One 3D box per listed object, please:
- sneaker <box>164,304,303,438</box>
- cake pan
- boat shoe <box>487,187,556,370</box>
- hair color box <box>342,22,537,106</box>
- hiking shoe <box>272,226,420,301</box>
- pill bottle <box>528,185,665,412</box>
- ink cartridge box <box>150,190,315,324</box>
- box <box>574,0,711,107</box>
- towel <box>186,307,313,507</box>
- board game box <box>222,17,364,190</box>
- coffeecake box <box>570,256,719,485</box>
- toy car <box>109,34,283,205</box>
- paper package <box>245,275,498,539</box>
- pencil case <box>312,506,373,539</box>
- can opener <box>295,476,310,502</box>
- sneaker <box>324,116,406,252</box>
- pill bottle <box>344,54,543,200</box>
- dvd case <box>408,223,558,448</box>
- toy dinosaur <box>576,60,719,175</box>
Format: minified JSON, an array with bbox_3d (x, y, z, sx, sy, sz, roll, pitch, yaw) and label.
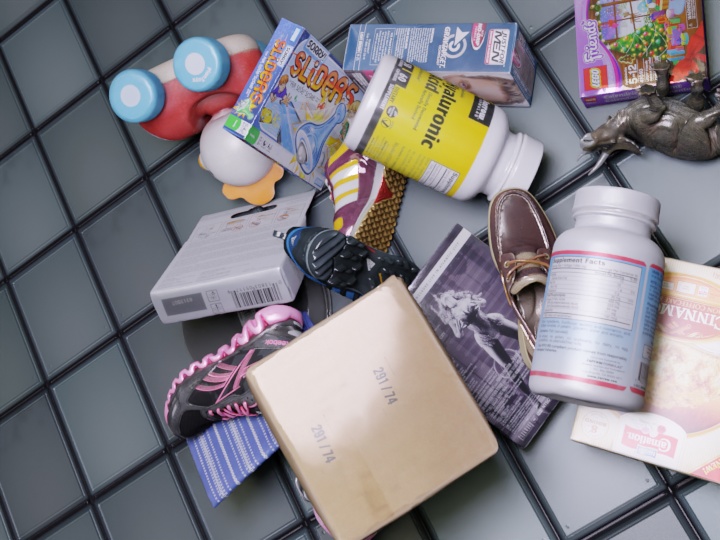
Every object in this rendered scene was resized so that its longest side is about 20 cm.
[{"bbox_3d":[-0.130,0.129,1.169,0.200,0.079,0.096,-41,56,14],"label":"sneaker"},{"bbox_3d":[-0.131,0.053,1.291,0.199,0.037,0.202,-5,76,22],"label":"cake pan"},{"bbox_3d":[0.178,0.009,1.103,0.072,0.072,0.202,-10,84,1],"label":"boat shoe"},{"bbox_3d":[0.091,-0.233,1.226,0.199,0.100,0.061,5,79,24],"label":"hair color box"},{"bbox_3d":[0.000,0.000,1.172,0.087,0.200,0.075,26,83,48],"label":"hiking shoe"},{"bbox_3d":[0.229,0.027,1.026,0.108,0.109,0.202,8,81,24],"label":"pill bottle"},{"bbox_3d":[-0.136,-0.017,1.255,0.161,0.200,0.057,-11,112,16],"label":"ink cartridge box"},{"bbox_3d":[0.305,-0.287,1.181,0.136,0.039,0.202,-6,76,22],"label":"box"},{"bbox_3d":[-0.113,0.149,1.203,0.200,0.024,0.145,-43,43,10],"label":"towel"},{"bbox_3d":[-0.066,-0.183,1.226,0.034,0.200,0.136,29,91,25],"label":"board game box"},{"bbox_3d":[0.312,0.095,1.074,0.153,0.073,0.201,13,84,25],"label":"coffeecake box"},{"bbox_3d":[-0.173,-0.166,1.303,0.176,0.184,0.201,-21,94,17],"label":"toy car"},{"bbox_3d":[0.010,0.139,1.063,0.190,0.103,0.201,-31,81,-3],"label":"paper package"},{"bbox_3d":[0.036,0.212,1.160,0.083,0.087,0.200,44,98,3],"label":"pencil case"},{"bbox_3d":[-0.022,0.159,1.171,0.066,0.053,0.201,-5,52,32],"label":"can opener"},{"bbox_3d":[-0.006,-0.085,1.256,0.090,0.075,0.201,13,78,33],"label":"sneaker"},{"bbox_3d":[0.092,-0.144,1.168,0.199,0.111,0.112,25,88,-5],"label":"pill bottle"},{"bbox_3d":[0.137,0.068,1.143,0.200,0.016,0.149,37,85,6],"label":"dvd case"},{"bbox_3d":[0.332,-0.153,1.124,0.198,0.103,0.077,8,46,12],"label":"toy dinosaur"}]
